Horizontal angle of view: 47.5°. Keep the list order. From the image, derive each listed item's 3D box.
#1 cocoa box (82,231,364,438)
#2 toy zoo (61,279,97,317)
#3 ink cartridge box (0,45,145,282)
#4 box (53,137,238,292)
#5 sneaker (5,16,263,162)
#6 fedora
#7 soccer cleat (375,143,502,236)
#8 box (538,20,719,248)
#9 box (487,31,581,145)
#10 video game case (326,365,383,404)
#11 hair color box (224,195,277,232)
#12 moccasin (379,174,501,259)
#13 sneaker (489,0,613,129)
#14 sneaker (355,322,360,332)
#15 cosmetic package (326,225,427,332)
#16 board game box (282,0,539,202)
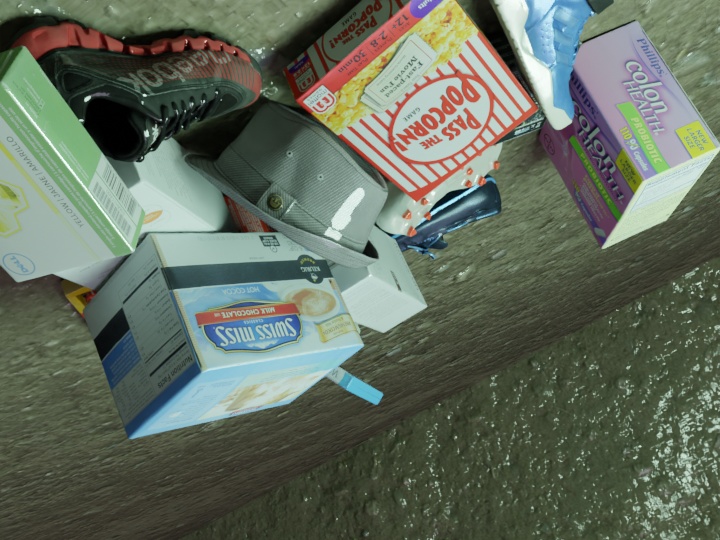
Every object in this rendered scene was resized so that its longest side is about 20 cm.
[{"bbox_3d":[-0.122,0.054,0.754,0.199,0.132,0.133,-3,150,-49],"label":"cocoa box"},{"bbox_3d":[-0.267,0.022,0.962,0.130,0.021,0.200,-22,160,-10],"label":"toy zoo"},{"bbox_3d":[-0.268,-0.054,0.550,0.198,0.048,0.146,-14,134,16],"label":"ink cartridge box"},{"bbox_3d":[-0.206,-0.054,0.719,0.124,0.098,0.200,-28,160,7],"label":"box"},{"bbox_3d":[-0.151,-0.125,0.603,0.199,0.099,0.071,-8,154,-42],"label":"sneaker"},{"bbox_3d":[-0.052,-0.089,0.747,0.091,0.199,0.177,-57,163,11],"label":"fedora"},{"bbox_3d":[0.090,-0.117,0.982,0.199,0.077,0.070,-38,141,-22],"label":"soccer cleat"},{"bbox_3d":[0.306,-0.152,0.970,0.096,0.177,0.200,-23,161,-5],"label":"box"},{"bbox_3d":[0.120,-0.179,0.873,0.198,0.044,0.161,-22,161,-10],"label":"box"},{"bbox_3d":[-0.073,0.089,0.947,0.018,0.199,0.143,-58,159,-6],"label":"video game case"},{"bbox_3d":[-0.096,-0.042,0.941,0.198,0.064,0.111,-10,156,-33],"label":"hair color box"},{"bbox_3d":[0.100,-0.055,1.096,0.199,0.069,0.081,-27,-158,10],"label":"moccasin"},{"bbox_3d":[0.189,-0.221,0.739,0.110,0.077,0.200,-28,133,11],"label":"sneaker"},{"bbox_3d":[-0.066,0.030,0.991,0.074,0.089,0.200,-36,-161,-15],"label":"sneaker"},{"bbox_3d":[0.000,0.000,0.920,0.074,0.102,0.200,-31,161,15],"label":"cosmetic package"},{"bbox_3d":[0.051,-0.162,0.733,0.151,0.047,0.199,-37,141,18],"label":"board game box"}]
